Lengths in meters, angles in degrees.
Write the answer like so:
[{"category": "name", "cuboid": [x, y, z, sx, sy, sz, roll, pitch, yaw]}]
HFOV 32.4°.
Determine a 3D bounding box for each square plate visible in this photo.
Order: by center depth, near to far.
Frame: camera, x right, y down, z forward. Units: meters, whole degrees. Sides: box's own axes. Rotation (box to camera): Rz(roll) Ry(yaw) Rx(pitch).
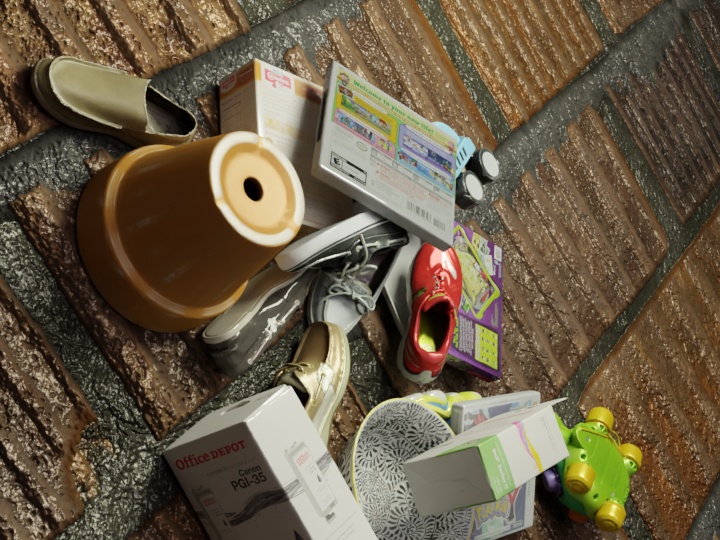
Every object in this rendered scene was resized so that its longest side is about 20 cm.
[{"category": "square plate", "cuboid": [0.072, -0.018, 1.653, 0.198, 0.028, 0.200, -28, 93, -49]}]

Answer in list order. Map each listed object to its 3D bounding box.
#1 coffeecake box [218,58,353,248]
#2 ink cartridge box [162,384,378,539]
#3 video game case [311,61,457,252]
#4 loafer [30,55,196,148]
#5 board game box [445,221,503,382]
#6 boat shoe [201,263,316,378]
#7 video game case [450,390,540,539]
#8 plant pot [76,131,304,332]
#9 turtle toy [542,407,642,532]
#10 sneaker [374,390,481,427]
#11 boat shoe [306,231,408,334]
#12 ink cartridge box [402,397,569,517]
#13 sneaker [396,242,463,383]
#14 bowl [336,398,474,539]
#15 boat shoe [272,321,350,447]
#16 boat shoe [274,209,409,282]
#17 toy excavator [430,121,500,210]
[{"category": "coffeecake box", "cuboid": [-0.089, -0.133, 1.499, 0.153, 0.073, 0.200, 17, 61, -43]}, {"category": "ink cartridge box", "cuboid": [-0.092, 0.235, 1.270, 0.083, 0.146, 0.200, -35, 98, -49]}, {"category": "video game case", "cuboid": [0.033, -0.137, 1.482, 0.200, 0.022, 0.182, 29, 45, -25]}, {"category": "loafer", "cuboid": [-0.260, -0.184, 1.344, 0.200, 0.067, 0.076, 20, 59, -41]}, {"category": "board game box", "cuboid": [0.142, 0.038, 1.660, 0.120, 0.032, 0.200, 30, 52, -38]}, {"category": "boat shoe", "cuboid": [-0.108, 0.048, 1.408, 0.200, 0.067, 0.057, -45, 122, -46]}, {"category": "video game case", "cuboid": [0.170, 0.251, 1.573, 0.200, 0.023, 0.183, 0, 94, -54]}, {"category": "plant pot", "cuboid": [-0.163, -0.055, 1.300, 0.200, 0.183, 0.201, 22, 57, -39]}, {"category": "turtle toy", "cuboid": [0.298, 0.263, 1.708, 0.200, 0.101, 0.146, 50, 43, -17]}, {"category": "sneaker", "cuboid": [0.097, 0.205, 1.541, 0.200, 0.076, 0.105, 1, 72, -47]}, {"category": "boat shoe", "cuboid": [0.002, 0.000, 1.520, 0.074, 0.065, 0.202, 42, 61, -16]}, {"category": "ink cartridge box", "cuboid": [0.157, 0.212, 1.425, 0.200, 0.117, 0.067, -18, 87, -49]}, {"category": "sneaker", "cuboid": [0.098, 0.042, 1.551, 0.077, 0.085, 0.200, 12, 62, -8]}, {"category": "bowl", "cuboid": [0.032, 0.256, 1.434, 0.201, 0.094, 0.201, 23, 56, -39]}, {"category": "boat shoe", "cuboid": [-0.064, 0.137, 1.402, 0.066, 0.074, 0.200, 38, 48, -36]}, {"category": "boat shoe", "cuboid": [-0.015, -0.023, 1.432, 0.199, 0.074, 0.068, -26, 94, -51]}, {"category": "toy excavator", "cuboid": [0.068, -0.150, 1.606, 0.200, 0.100, 0.195, 54, 38, -14]}]
